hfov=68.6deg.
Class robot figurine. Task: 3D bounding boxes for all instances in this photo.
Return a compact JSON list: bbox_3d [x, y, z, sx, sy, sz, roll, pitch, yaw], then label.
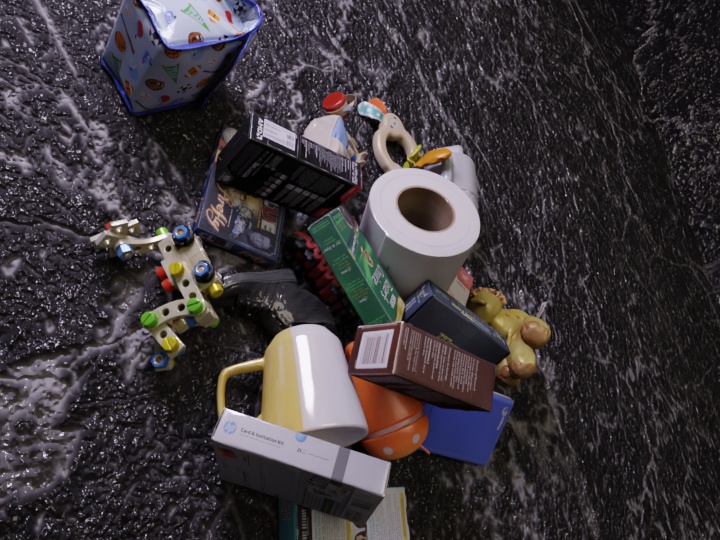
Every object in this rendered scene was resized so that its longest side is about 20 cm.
[{"bbox_3d":[0.039,0.202,0.824,0.142,0.116,0.204,-10,76,-49],"label":"robot figurine"},{"bbox_3d":[0.196,-0.172,1.144,0.170,0.110,0.204,55,32,-56],"label":"robot figurine"}]

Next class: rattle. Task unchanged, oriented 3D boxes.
[{"bbox_3d":[0.087,-0.297,1.098,0.128,0.143,0.205,-12,83,-24],"label":"rattle"}]

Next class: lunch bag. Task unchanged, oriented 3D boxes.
[{"bbox_3d":[-0.255,-0.331,0.792,0.199,0.169,0.126,-33,95,-45],"label":"lunch bag"}]

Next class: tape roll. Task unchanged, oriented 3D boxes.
[{"bbox_3d":[0.095,-0.060,0.934,0.198,0.140,0.206,9,50,-10],"label":"tape roll"}]

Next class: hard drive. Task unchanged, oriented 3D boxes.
[{"bbox_3d":[0.173,0.263,0.927,0.197,0.025,0.134,24,92,-30],"label":"hard drive"}]

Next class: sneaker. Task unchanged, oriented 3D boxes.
[{"bbox_3d":[-0.135,0.057,0.785,0.197,0.060,0.106,-10,72,-46],"label":"sneaker"},{"bbox_3d":[-0.038,0.007,0.884,0.202,0.070,0.098,54,48,-5],"label":"sneaker"}]

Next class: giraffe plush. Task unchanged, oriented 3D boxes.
[{"bbox_3d":[0.273,0.110,1.062,0.160,0.173,0.202,28,60,-1],"label":"giraffe plush"}]

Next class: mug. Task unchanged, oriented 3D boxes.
[{"bbox_3d":[-0.086,0.159,0.726,0.184,0.149,0.156,16,51,-41],"label":"mug"}]

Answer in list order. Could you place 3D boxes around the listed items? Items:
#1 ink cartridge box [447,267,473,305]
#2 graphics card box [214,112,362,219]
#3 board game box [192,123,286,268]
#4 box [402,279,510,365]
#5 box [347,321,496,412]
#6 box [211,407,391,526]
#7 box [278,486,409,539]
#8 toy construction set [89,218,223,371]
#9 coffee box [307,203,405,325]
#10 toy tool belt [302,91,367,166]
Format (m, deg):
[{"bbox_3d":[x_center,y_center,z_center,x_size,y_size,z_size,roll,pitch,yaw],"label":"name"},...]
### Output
[{"bbox_3d":[0.140,0.060,1.014,0.116,0.067,0.202,41,49,-18],"label":"ink cartridge box"},{"bbox_3d":[-0.109,-0.152,0.813,0.197,0.125,0.052,17,61,-34],"label":"graphics card box"},{"bbox_3d":[-0.184,-0.121,0.846,0.134,0.034,0.204,23,56,-31],"label":"board game box"},{"bbox_3d":[0.137,0.129,0.914,0.199,0.158,0.051,35,23,-24],"label":"box"},{"bbox_3d":[0.091,0.139,0.742,0.198,0.099,0.076,29,65,-32],"label":"box"},{"bbox_3d":[-0.074,0.241,0.630,0.196,0.157,0.042,16,53,2],"label":"box"},{"bbox_3d":[-0.020,0.356,0.746,0.197,0.049,0.084,14,60,-35],"label":"box"},{"bbox_3d":[-0.254,0.014,0.685,0.130,0.092,0.202,-33,84,-6],"label":"toy construction set"},{"bbox_3d":[0.000,0.000,0.813,0.202,0.043,0.123,60,16,-7],"label":"coffee box"},{"bbox_3d":[-0.050,-0.213,0.968,0.124,0.122,0.203,58,39,-48],"label":"toy tool belt"}]
